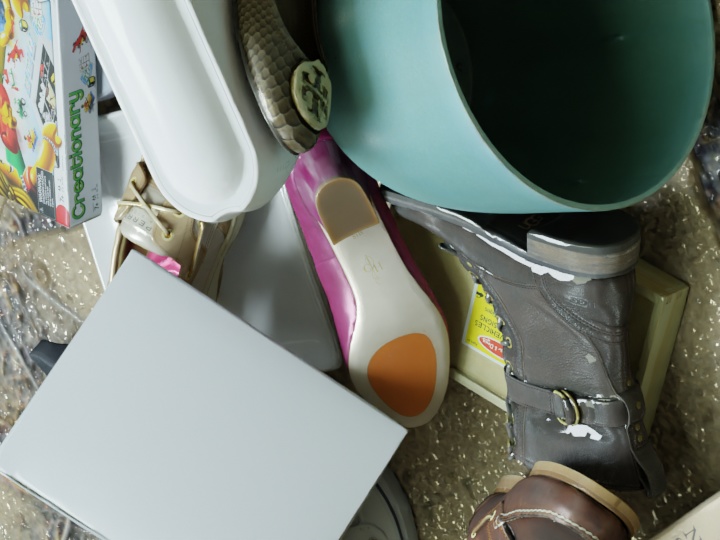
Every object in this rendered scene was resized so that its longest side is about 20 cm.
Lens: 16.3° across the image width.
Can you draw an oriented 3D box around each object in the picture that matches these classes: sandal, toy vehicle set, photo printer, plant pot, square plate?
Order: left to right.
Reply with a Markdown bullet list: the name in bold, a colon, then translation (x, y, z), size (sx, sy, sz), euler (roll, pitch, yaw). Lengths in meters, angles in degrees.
- **sandal**: translation (-0.175, 0.070, 1.709), size (0.076, 0.043, 0.200), euler (48, 166, -11)
- **photo printer**: translation (-0.091, -0.130, 1.339), size (0.069, 0.166, 0.201), euler (-19, 107, 15)
- **square plate**: translation (-0.103, -0.020, 1.662), size (0.199, 0.028, 0.199), euler (-12, 98, 44)
- **plant pot**: translation (0.066, -0.122, 1.366), size (0.161, 0.200, 0.201), euler (-10, 99, 51)
- **toy vehicle set**: translation (0.095, 0.021, 1.501), size (0.200, 0.026, 0.125), euler (31, 124, 30)

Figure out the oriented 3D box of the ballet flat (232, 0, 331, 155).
- **ballet flat**: translation (-0.038, -0.154, 1.325), size (0.046, 0.067, 0.201), euler (-16, 60, 15)

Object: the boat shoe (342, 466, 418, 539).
- **boat shoe**: translation (0.000, 0.193, 1.622), size (0.073, 0.067, 0.201), euler (-30, 85, 43)

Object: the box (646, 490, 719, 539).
- **box**: translation (0.217, 0.169, 1.413), size (0.095, 0.078, 0.200), euler (56, 133, 11)

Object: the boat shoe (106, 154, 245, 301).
- **boat shoe**: translation (-0.123, -0.028, 1.608), size (0.074, 0.069, 0.201), euler (28, 123, 30)

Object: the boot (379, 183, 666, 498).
- **boot**: translation (0.090, 0.036, 1.450), size (0.200, 0.069, 0.175), euler (24, 129, 42)

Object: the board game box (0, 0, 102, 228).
- **board game box**: translation (-0.228, -0.141, 1.677), size (0.126, 0.035, 0.201), euler (23, 125, 38)

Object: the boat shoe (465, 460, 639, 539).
- **boat shoe**: translation (0.104, 0.157, 1.453), size (0.070, 0.070, 0.200), euler (37, 167, -1)

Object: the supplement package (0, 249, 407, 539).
- **supplement package**: translation (-0.096, 0.109, 1.526), size (0.200, 0.111, 0.156), euler (33, 84, 0)

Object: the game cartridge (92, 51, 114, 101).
- **game cartridge**: translation (-0.152, -0.211, 1.630), size (0.134, 0.040, 0.200), euler (52, 132, 19)

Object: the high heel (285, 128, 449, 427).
- **high heel**: translation (0.000, 0.000, 1.520), size (0.200, 0.067, 0.096), euler (63, -179, -34)
